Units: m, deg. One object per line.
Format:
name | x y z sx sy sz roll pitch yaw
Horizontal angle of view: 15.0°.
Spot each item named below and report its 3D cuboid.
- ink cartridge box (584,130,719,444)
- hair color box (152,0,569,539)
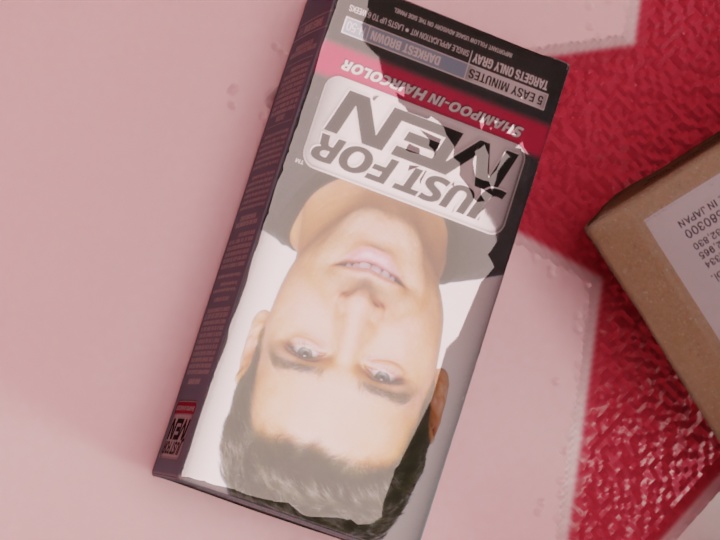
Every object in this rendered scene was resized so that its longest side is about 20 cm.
ink cartridge box | 0.214 -0.005 1.052 0.199 0.075 0.165 -33 91 19
hair color box | 0.000 0.000 1.054 0.098 0.061 0.201 19 83 -13
